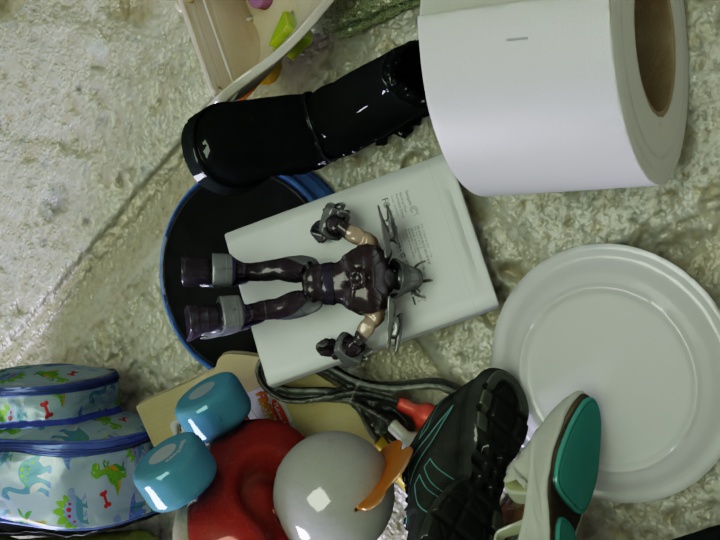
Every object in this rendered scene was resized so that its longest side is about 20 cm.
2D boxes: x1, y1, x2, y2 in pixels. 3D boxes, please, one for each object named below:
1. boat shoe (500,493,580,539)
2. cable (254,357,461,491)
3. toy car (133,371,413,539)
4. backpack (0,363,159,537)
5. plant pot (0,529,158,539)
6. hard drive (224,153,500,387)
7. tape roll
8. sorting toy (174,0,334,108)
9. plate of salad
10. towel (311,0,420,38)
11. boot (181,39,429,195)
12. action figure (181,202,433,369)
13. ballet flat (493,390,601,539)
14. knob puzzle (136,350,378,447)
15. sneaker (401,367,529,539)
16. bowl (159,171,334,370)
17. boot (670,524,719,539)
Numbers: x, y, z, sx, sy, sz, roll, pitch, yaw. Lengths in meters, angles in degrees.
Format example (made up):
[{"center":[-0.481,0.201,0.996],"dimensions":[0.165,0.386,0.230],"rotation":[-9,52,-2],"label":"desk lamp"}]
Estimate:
[{"center":[0.111,0.253,1.081],"dimensions":[0.202,0.075,0.072],"rotation":[-62,29,27],"label":"boat shoe"},{"center":[0.009,0.108,1.108],"dimensions":[0.198,0.050,0.098],"rotation":[32,100,2],"label":"cable"},{"center":[-0.037,0.170,1.057],"dimensions":[0.198,0.177,0.186],"rotation":[-22,108,23],"label":"toy car"},{"center":[-0.279,0.161,1.217],"dimensions":[0.197,0.183,0.150],"rotation":[4,95,23],"label":"backpack"},{"center":[-0.265,0.318,1.225],"dimensions":[0.182,0.200,0.203],"rotation":[-16,85,17],"label":"plant pot"},{"center":[0.000,0.000,1.106],"dimensions":[0.197,0.027,0.134],"rotation":[-19,77,7],"label":"hard drive"},{"center":[0.144,-0.158,0.966],"dimensions":[0.137,0.202,0.206],"rotation":[-2,91,27],"label":"tape roll"},{"center":[-0.071,-0.255,1.103],"dimensions":[0.179,0.106,0.202],"rotation":[-33,72,40],"label":"sorting toy"},{"center":[0.195,0.077,1.035],"dimensions":[0.197,0.048,0.203],"rotation":[8,106,28],"label":"plate of salad"},{"center":[0.028,-0.288,1.116],"dimensions":[0.198,0.036,0.151],"rotation":[-17,85,28],"label":"towel"},{"center":[-0.026,-0.123,1.067],"dimensions":[0.161,0.197,0.074],"rotation":[-21,86,33],"label":"boot"},{"center":[-0.041,0.011,1.065],"dimensions":[0.197,0.069,0.132],"rotation":[-4,73,-4],"label":"action figure"},{"center":[0.128,0.173,0.967],"dimensions":[0.069,0.070,0.202],"rotation":[-7,49,28],"label":"ballet flat"},{"center":[-0.072,0.158,1.178],"dimensions":[0.216,0.030,0.223],"rotation":[3,104,11],"label":"knob puzzle"},{"center":[0.068,0.169,1.016],"dimensions":[0.075,0.202,0.079],"rotation":[43,142,-25],"label":"sneaker"},{"center":[-0.093,0.001,1.191],"dimensions":[0.198,0.039,0.204],"rotation":[1,92,28],"label":"bowl"},{"center":[0.257,0.202,0.936],"dimensions":[0.198,0.168,0.077],"rotation":[-24,82,22],"label":"boot"}]
